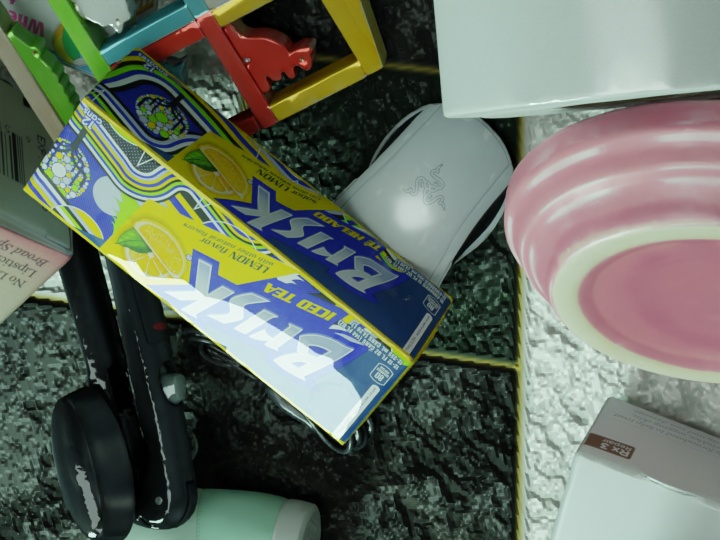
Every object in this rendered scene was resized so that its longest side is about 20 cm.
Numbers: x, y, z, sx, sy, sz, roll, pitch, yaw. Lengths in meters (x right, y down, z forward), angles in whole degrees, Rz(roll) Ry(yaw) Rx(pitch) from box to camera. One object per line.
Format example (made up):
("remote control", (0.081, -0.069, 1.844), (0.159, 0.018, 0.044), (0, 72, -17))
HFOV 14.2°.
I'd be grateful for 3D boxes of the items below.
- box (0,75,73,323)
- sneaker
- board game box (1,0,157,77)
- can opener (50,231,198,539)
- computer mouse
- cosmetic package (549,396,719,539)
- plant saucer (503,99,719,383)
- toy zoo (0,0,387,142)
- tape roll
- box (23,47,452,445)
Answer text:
("box", (-0.256, -0.013, 1.474), (0.127, 0.109, 0.200), (26, 128, -34))
("sneaker", (-0.092, 0.207, 1.529), (0.117, 0.074, 0.202), (12, 101, 13))
("board game box", (-0.190, -0.191, 1.448), (0.199, 0.034, 0.135), (22, 117, 15))
("can opener", (-0.123, 0.037, 1.478), (0.063, 0.079, 0.202), (-9, 83, 19))
("computer mouse", (0.000, 0.000, 1.431), (0.110, 0.044, 0.200), (40, 120, 6))
("cosmetic package", (0.134, 0.175, 1.421), (0.101, 0.074, 0.201), (21, 116, 10))
("plant saucer", (0.161, -0.004, 1.287), (0.199, 0.051, 0.201), (7, 152, 4))
("toy zoo", (-0.078, -0.126, 1.403), (0.199, 0.020, 0.132), (-25, 109, 19))
("tape roll", (0.131, -0.108, 1.236), (0.201, 0.202, 0.071), (-5, 92, 26))
("box", (-0.058, -0.012, 1.386), (0.200, 0.064, 0.070), (38, 125, -1))
